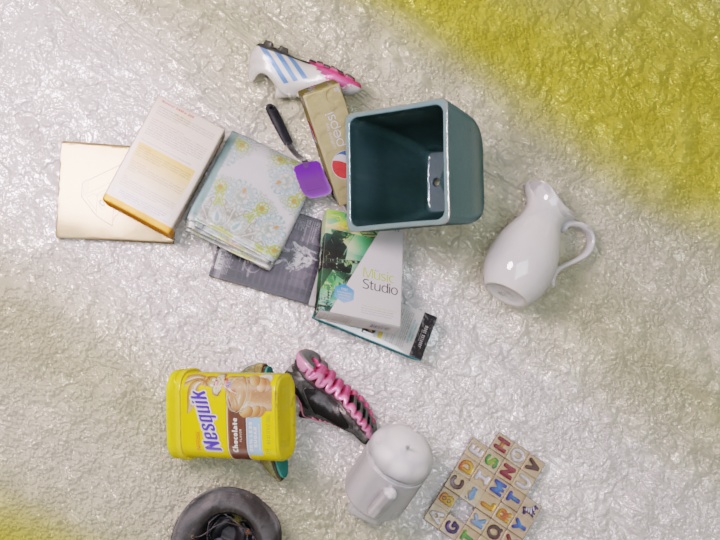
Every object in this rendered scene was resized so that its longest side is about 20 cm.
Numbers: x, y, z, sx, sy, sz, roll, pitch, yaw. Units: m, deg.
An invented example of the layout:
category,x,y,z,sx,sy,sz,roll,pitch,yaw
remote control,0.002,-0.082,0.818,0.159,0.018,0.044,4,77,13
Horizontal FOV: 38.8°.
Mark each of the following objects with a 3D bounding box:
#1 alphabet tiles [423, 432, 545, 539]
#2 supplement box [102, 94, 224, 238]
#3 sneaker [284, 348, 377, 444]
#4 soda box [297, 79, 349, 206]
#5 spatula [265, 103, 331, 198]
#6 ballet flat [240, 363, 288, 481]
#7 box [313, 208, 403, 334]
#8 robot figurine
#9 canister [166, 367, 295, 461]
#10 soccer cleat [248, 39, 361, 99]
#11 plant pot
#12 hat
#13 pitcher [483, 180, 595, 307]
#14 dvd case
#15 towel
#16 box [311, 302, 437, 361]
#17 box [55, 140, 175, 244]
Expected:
category,x,y,z,sx,sy,sz,roll,pitch,yaw
alphabet tiles,0.230,0.393,1.779,0.167,0.008,0.201,34,79,1
supplement box,-0.325,-0.172,1.704,0.126,0.074,0.201,28,83,-4
sneaker,-0.057,0.230,1.744,0.200,0.079,0.095,46,105,-2
soda box,-0.041,-0.217,1.734,0.067,0.064,0.201,-20,110,-5
spatula,-0.115,-0.208,1.752,0.056,0.021,0.201,-18,65,-31
ballet flat,-0.168,0.258,1.729,0.070,0.071,0.201,-9,88,-7
box,0.000,0.000,1.722,0.143,0.036,0.201,12,58,-15
robot figurine,0.048,0.334,1.694,0.112,0.170,0.201,24,124,-7
canister,-0.209,0.235,1.667,0.199,0.086,0.150,-2,89,21
soccer cleat,-0.100,-0.327,1.772,0.199,0.070,0.087,21,98,-2
plant pot,0.111,-0.160,1.703,0.195,0.200,0.197,-3,85,35
hat,-0.228,0.460,1.699,0.199,0.081,0.202,2,81,-13
pitcher,0.313,-0.029,1.776,0.171,0.121,0.201,33,72,-11
dvd case,-0.146,-0.034,1.768,0.199,0.016,0.150,16,84,-5
towel,-0.186,-0.119,1.738,0.170,0.048,0.201,26,72,-5
box,0.024,0.081,1.756,0.199,0.049,0.083,23,83,-10
box,-0.411,-0.131,1.740,0.199,0.021,0.165,3,86,-7
